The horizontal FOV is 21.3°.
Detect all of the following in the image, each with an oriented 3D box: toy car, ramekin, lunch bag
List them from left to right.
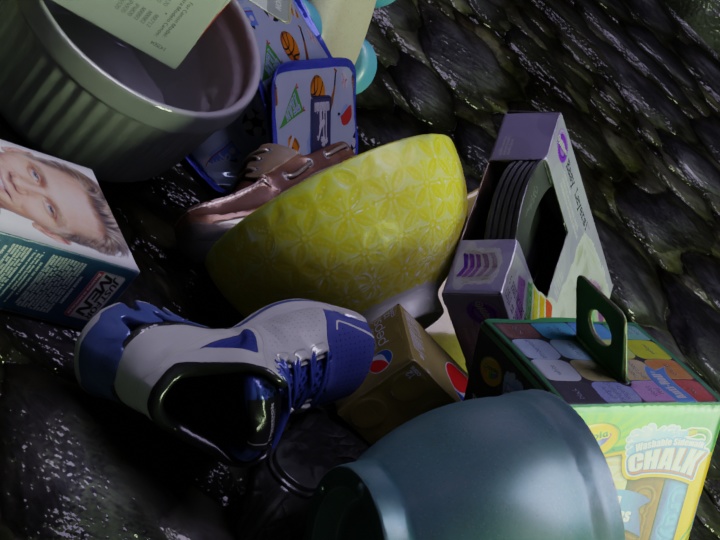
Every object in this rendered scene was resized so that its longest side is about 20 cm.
[{"bbox_3d":[-0.180,-0.158,1.376,0.199,0.105,0.201,28,39,-25],"label":"ramekin"},{"bbox_3d":[-0.089,-0.151,1.543,0.201,0.123,0.170,61,25,5],"label":"lunch bag"},{"bbox_3d":[-0.087,-0.268,1.760,0.199,0.178,0.184,19,1,21],"label":"toy car"}]

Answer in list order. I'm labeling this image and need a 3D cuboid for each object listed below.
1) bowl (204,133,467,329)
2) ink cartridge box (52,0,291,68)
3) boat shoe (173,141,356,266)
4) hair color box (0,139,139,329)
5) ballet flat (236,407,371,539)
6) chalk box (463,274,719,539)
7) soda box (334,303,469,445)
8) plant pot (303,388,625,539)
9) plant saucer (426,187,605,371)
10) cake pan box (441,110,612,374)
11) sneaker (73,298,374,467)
[{"bbox_3d":[0.000,0.000,1.344,0.200,0.200,0.108,-6,67,-61],"label":"bowl"},{"bbox_3d":[-0.138,-0.248,1.343,0.175,0.084,0.201,28,39,-24],"label":"ink cartridge box"},{"bbox_3d":[-0.066,-0.053,1.418,0.199,0.076,0.072,-14,73,-48],"label":"boat shoe"},{"bbox_3d":[-0.239,-0.035,1.160,0.199,0.061,0.100,18,33,-46],"label":"hair color box"},{"bbox_3d":[-0.033,0.130,1.235,0.066,0.057,0.200,44,16,11],"label":"ballet flat"},{"bbox_3d":[0.143,0.106,1.228,0.123,0.201,0.125,2,25,-24],"label":"chalk box"},{"bbox_3d":[0.062,0.116,1.318,0.200,0.068,0.064,46,18,-32],"label":"soda box"},{"bbox_3d":[0.047,0.172,1.125,0.133,0.201,0.201,0,42,-25],"label":"plant pot"},{"bbox_3d":[0.101,0.046,1.498,0.199,0.048,0.200,-27,75,-35],"label":"plant saucer"},{"bbox_3d":[0.124,0.011,1.391,0.201,0.052,0.185,68,31,-41],"label":"cake pan box"},{"bbox_3d":[-0.065,0.075,1.167,0.198,0.081,0.115,1,23,-38],"label":"sneaker"}]
